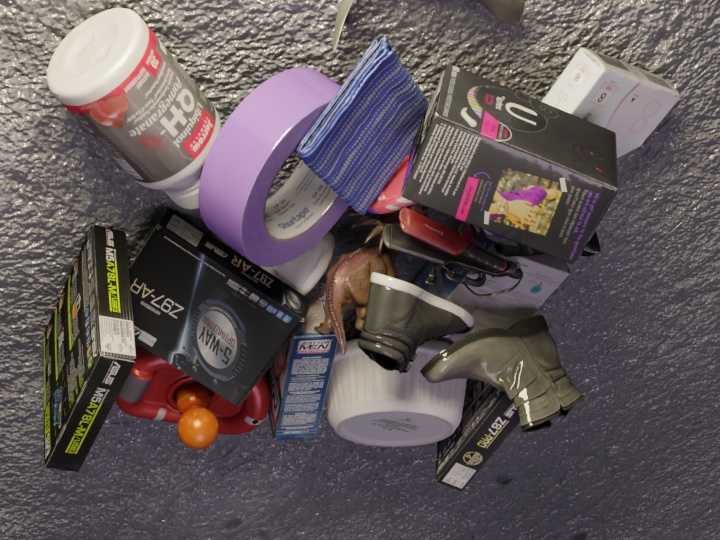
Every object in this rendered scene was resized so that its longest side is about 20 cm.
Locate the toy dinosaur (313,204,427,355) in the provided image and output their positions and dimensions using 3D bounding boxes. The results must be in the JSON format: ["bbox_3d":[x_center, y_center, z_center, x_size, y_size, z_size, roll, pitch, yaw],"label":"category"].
[{"bbox_3d":[0.000,0.000,1.359,0.085,0.200,0.136,20,136,19],"label":"toy dinosaur"}]

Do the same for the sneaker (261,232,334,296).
[{"bbox_3d":[-0.124,0.004,1.379,0.199,0.076,0.089,-34,122,17],"label":"sneaker"}]

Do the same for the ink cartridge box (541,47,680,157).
[{"bbox_3d":[0.248,-0.146,1.321,0.162,0.057,0.201,5,126,-46],"label":"ink cartridge box"}]

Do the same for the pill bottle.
[{"bbox_3d":[-0.207,-0.152,1.157,0.110,0.111,0.200,-28,136,11],"label":"pill bottle"}]

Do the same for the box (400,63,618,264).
[{"bbox_3d":[0.155,-0.111,1.211,0.198,0.123,0.107,21,126,-5],"label":"box"}]

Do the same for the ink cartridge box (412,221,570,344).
[{"bbox_3d":[0.147,0.029,1.484,0.135,0.077,0.200,17,126,-30],"label":"ink cartridge box"}]

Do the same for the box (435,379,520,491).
[{"bbox_3d":[0.166,0.175,1.576,0.049,0.162,0.201,22,126,-13],"label":"box"}]

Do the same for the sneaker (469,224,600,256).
[{"bbox_3d":[0.202,-0.051,1.377,0.087,0.076,0.199,-33,145,31],"label":"sneaker"}]

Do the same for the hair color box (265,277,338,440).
[{"bbox_3d":[-0.077,0.114,1.479,0.060,0.101,0.201,-1,134,-15],"label":"hair color box"}]

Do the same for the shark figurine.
[{"bbox_3d":[0.074,-0.278,1.141,0.212,0.090,0.129,-7,135,-14],"label":"shark figurine"}]

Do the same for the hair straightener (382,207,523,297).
[{"bbox_3d":[0.107,-0.014,1.364,0.199,0.041,0.077,18,141,-30],"label":"hair straightener"}]

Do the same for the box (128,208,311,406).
[{"bbox_3d":[-0.181,0.045,1.356,0.199,0.044,0.160,34,121,-10],"label":"box"}]

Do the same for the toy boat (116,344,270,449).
[{"bbox_3d":[-0.207,0.167,1.468,0.198,0.131,0.131,14,129,-30],"label":"toy boat"}]

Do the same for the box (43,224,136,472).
[{"bbox_3d":[-0.306,0.085,1.301,0.047,0.201,0.194,11,130,-25],"label":"box"}]

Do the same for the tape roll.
[{"bbox_3d":[-0.073,-0.105,1.208,0.200,0.065,0.201,-42,152,-28],"label":"tape roll"}]

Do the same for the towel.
[{"bbox_3d":[0.014,-0.142,1.212,0.145,0.024,0.200,-53,156,-1],"label":"towel"}]

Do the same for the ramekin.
[{"bbox_3d":[0.045,0.163,1.523,0.200,0.095,0.203,0,155,0],"label":"ramekin"}]

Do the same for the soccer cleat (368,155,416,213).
[{"bbox_3d":[0.096,-0.112,1.327,0.199,0.067,0.077,-32,132,6],"label":"soccer cleat"}]

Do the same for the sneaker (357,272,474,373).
[{"bbox_3d":[0.060,0.072,1.356,0.199,0.070,0.100,23,85,-53],"label":"sneaker"}]

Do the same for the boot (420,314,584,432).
[{"bbox_3d":[0.179,0.136,1.419,0.199,0.132,0.068,-14,160,-30],"label":"boot"}]
